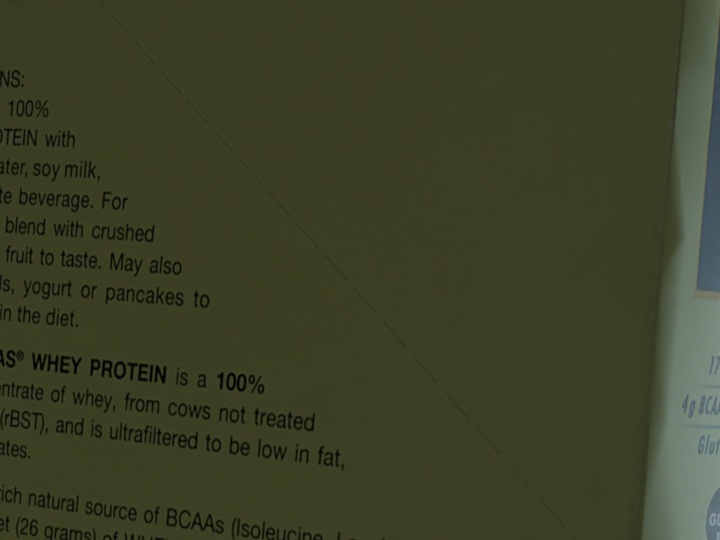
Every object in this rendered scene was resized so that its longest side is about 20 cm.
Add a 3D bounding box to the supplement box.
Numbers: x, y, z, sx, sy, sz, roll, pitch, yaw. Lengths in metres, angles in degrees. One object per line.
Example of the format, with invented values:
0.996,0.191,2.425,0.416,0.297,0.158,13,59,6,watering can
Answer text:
0.009,-0.002,0.540,0.200,0.200,0.134,3,178,38,supplement box
